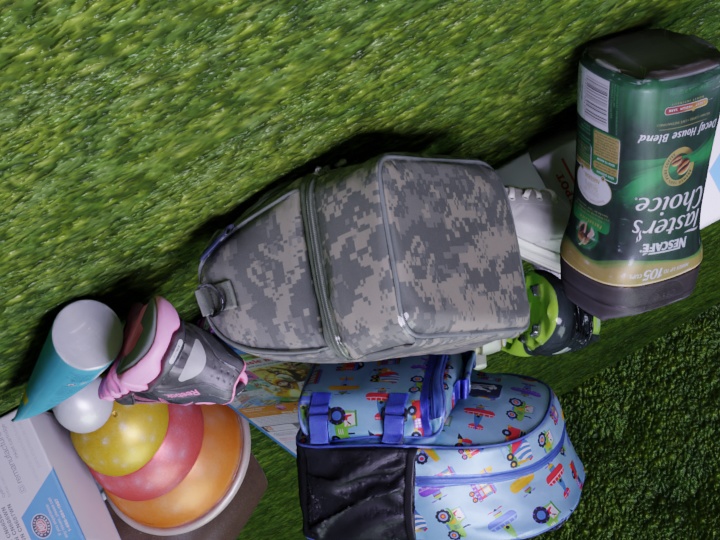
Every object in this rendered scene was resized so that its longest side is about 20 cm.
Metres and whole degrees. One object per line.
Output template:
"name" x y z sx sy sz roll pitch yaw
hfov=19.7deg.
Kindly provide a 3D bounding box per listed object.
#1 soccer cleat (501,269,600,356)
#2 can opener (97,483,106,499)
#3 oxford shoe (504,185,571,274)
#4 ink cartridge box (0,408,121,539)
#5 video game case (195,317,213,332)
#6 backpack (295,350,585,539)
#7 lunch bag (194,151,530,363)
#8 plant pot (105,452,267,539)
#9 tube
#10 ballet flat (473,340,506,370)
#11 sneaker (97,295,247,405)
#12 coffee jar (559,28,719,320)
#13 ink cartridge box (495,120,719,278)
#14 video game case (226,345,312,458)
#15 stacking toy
"soccer cleat" 0.158 0.037 1.664 0.080 0.068 0.200 1 174 -4
"can opener" -0.224 0.168 1.926 0.066 0.053 0.200 -14 163 -47
"oxford shoe" 0.121 -0.040 1.582 0.075 0.199 0.058 -152 -97 -76
"ink cartridge box" -0.323 0.218 1.723 0.199 0.129 0.125 -28 169 3
"video game case" -0.039 0.067 1.674 0.180 0.036 0.200 21 151 -16
"backpack" 0.062 0.127 1.525 0.198 0.136 0.183 -1 -162 13
"lunch bag" 0.000 0.000 1.454 0.167 0.141 0.199 -17 173 31
"plant pot" -0.197 0.243 2.080 0.200 0.187 0.187 -38 173 -18
"tube" -0.214 0.071 1.524 0.077 0.051 0.200 -29 174 -21
"ballet flat" 0.092 0.041 1.675 0.067 0.071 0.200 -23 167 -12
"sneaker" -0.131 0.070 1.485 0.095 0.080 0.200 21 174 -11
"coffee jar" 0.202 -0.066 1.491 0.104 0.085 0.202 -17 125 -31
"ink cartridge box" 0.212 -0.070 1.649 0.199 0.116 0.067 -29 -170 7
"video game case" -0.042 0.104 1.686 0.142 0.018 0.200 -8 147 34
"stacking toy" -0.190 0.129 1.708 0.145 0.147 0.200 -29 153 11
